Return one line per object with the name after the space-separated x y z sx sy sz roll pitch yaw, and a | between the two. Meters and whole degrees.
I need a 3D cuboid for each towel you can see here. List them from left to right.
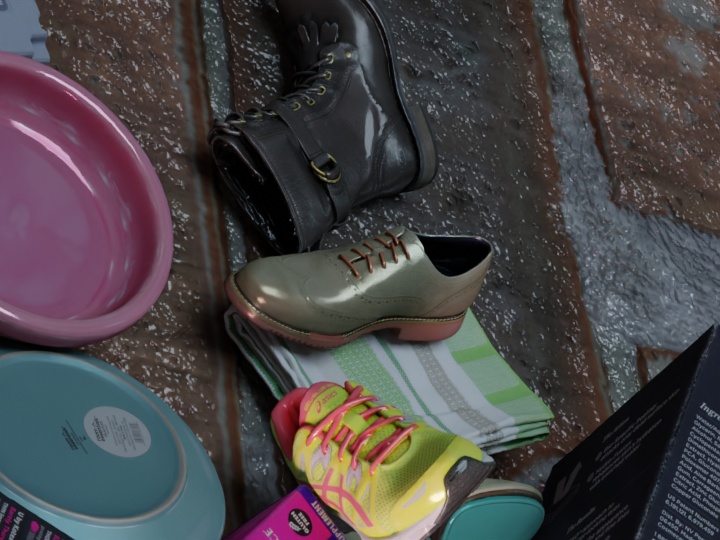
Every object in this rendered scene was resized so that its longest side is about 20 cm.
0.022 0.063 1.701 0.199 0.031 0.150 -10 55 -45 | towel

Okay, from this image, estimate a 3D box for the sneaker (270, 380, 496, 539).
0.001 0.104 1.498 0.078 0.200 0.091 -42 105 -22 | sneaker

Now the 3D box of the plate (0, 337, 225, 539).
-0.164 0.100 1.484 0.199 0.026 0.201 20 33 -13 | plate

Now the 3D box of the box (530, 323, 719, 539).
0.187 0.176 1.650 0.117 0.197 0.201 34 47 -8 | box

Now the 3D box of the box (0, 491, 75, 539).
-0.241 0.165 1.342 0.199 0.122 0.106 35 43 -18 | box

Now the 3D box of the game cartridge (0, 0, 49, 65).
-0.281 -0.209 1.642 0.133 0.041 0.201 -3 64 -47 | game cartridge

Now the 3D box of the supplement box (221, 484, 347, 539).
-0.079 0.223 1.465 0.101 0.103 0.200 51 42 -2 | supplement box

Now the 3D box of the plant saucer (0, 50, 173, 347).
-0.207 -0.037 1.569 0.200 0.051 0.202 24 46 -27 | plant saucer

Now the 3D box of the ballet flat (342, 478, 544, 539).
0.032 0.157 1.647 0.199 0.069 0.070 -12 70 -45 | ballet flat

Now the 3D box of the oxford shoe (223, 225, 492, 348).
0.000 0.000 1.674 0.199 0.074 0.071 -4 47 -45 | oxford shoe

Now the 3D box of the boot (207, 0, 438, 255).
-0.040 -0.110 1.763 0.174 0.069 0.201 -24 81 -49 | boot
